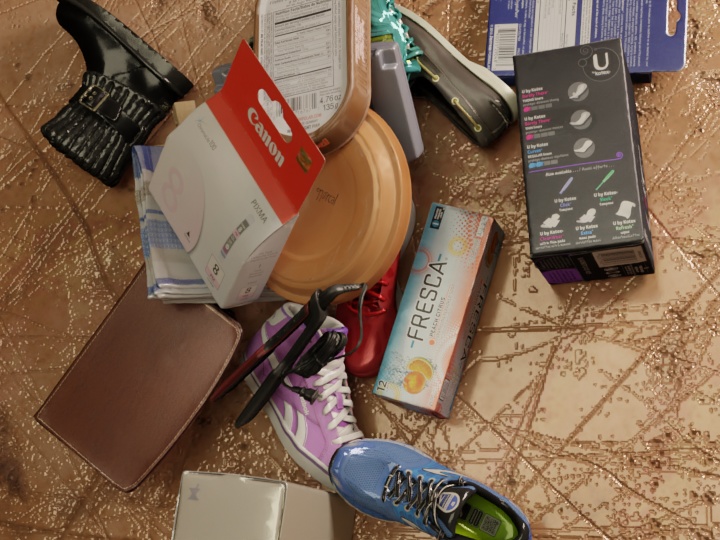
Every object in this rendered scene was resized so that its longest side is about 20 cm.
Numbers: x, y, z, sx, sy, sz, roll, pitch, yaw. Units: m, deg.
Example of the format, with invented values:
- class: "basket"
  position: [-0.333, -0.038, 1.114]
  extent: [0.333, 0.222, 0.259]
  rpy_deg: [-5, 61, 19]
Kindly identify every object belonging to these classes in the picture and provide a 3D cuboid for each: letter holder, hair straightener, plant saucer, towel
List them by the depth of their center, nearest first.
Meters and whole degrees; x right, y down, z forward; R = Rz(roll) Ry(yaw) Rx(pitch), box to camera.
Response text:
- class: "hair straightener"
  position: [-0.055, 0.086, 1.121]
  extent: [0.200, 0.041, 0.077]
  rpy_deg: [-44, 84, 21]
- class: "plant saucer"
  position: [-0.043, -0.066, 1.132]
  extent: [0.200, 0.032, 0.200]
  rpy_deg: [-1, 89, 34]
- class: "letter holder"
  position: [-0.204, 0.115, 1.217]
  extent: [0.142, 0.101, 0.200]
  rpy_deg: [35, 88, 20]
- class: "towel"
  position: [-0.154, -0.051, 1.218]
  extent: [0.147, 0.024, 0.200]
  rpy_deg: [1, 53, -21]

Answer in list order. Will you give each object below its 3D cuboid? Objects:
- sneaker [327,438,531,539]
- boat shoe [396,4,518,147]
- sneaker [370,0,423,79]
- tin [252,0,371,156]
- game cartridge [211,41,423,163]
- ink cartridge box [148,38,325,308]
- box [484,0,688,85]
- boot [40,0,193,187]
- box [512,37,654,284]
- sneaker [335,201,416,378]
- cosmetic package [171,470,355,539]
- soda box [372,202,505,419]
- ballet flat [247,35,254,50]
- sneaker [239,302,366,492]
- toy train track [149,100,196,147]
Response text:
- class: "sneaker"
  position: [0.067, 0.204, 1.087]
  extent: [0.200, 0.089, 0.079]
  rpy_deg: [20, 75, 3]
- class: "boat shoe"
  position: [0.072, -0.203, 1.223]
  extent: [0.201, 0.072, 0.061]
  rpy_deg: [40, 79, 20]
- class: "sneaker"
  position: [0.027, -0.224, 1.184]
  extent: [0.080, 0.077, 0.200]
  rpy_deg: [14, 116, 29]
- class: "tin"
  position: [-0.046, -0.204, 1.114]
  extent: [0.112, 0.042, 0.200]
  rpy_deg: [-8, 71, 21]
- class: "game cartridge"
  position: [-0.041, -0.151, 1.184]
  extent: [0.200, 0.041, 0.133]
  rpy_deg: [-2, 116, 24]
- class: "ink cartridge box"
  position: [-0.122, -0.087, 1.110]
  extent: [0.057, 0.200, 0.163]
  rpy_deg: [-17, 60, -33]
- class: "box"
  position: [0.229, -0.249, 1.209]
  extent: [0.200, 0.032, 0.121]
  rpy_deg: [2, 77, 19]
- class: "boot"
  position: [-0.307, -0.209, 1.341]
  extent: [0.211, 0.079, 0.158]
  rpy_deg: [41, 90, 22]
- class: "box"
  position: [0.212, -0.099, 1.127]
  extent: [0.106, 0.122, 0.200]
  rpy_deg: [-7, 74, 16]
- class: "sneaker"
  position: [0.000, 0.000, 1.172]
  extent: [0.078, 0.116, 0.200]
  rpy_deg: [1, 76, 18]
- class: "cosmetic package"
  position: [-0.084, 0.238, 1.091]
  extent: [0.103, 0.200, 0.087]
  rpy_deg: [3, 76, 20]
- class: "soda box"
  position: [0.078, 0.040, 1.166]
  extent: [0.068, 0.064, 0.200]
  rpy_deg: [15, 80, 20]
- class: "ballet flat"
  position: [-0.069, -0.175, 1.262]
  extent: [0.072, 0.072, 0.200]
  rpy_deg: [-33, 68, 7]
- class: "sneaker"
  position: [-0.034, 0.118, 1.155]
  extent: [0.200, 0.073, 0.114]
  rpy_deg: [49, 120, 21]
- class: "toy train track"
  position: [-0.173, -0.084, 1.290]
  extent: [0.115, 0.033, 0.200]
  rpy_deg: [-9, 78, -22]
